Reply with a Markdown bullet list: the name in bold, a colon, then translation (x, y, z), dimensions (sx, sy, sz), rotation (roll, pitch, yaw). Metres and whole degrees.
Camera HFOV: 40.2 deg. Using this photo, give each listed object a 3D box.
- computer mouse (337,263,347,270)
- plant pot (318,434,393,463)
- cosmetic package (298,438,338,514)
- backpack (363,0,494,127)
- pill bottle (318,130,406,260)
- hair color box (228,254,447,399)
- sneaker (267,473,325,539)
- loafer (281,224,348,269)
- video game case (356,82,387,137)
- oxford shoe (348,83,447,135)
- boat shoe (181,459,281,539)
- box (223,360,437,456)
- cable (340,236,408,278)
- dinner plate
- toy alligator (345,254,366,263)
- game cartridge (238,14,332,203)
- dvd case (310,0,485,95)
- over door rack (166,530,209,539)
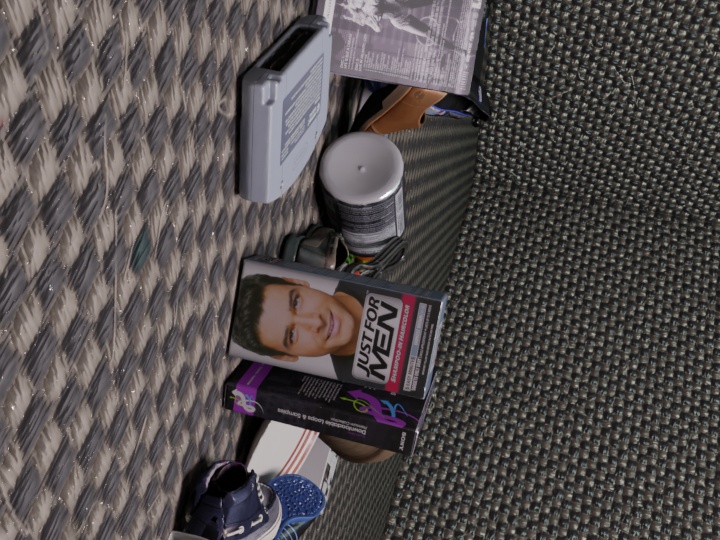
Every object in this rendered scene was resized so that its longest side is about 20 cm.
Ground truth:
- **computer mouse**: translation (-0.062, 0.061, 1.243), dimensions (0.200, 0.044, 0.110), rotation (-58, 154, -50)
- **plant pot**: translation (-0.022, 0.155, 1.305), dimensions (0.092, 0.200, 0.202), rotation (6, 97, -40)
- **cosmetic package**: translation (-0.056, 0.256, 1.478), dimensions (0.083, 0.050, 0.201), rotation (83, 20, -65)
- **backpack**: translation (0.087, -0.297, 1.319), dimensions (0.190, 0.153, 0.201), rotation (-10, 102, -64)
- **pill bottle**: translation (0.007, -0.085, 1.276), dimensions (0.200, 0.106, 0.107), rotation (82, 21, -65)
- **hair color box**: translation (-0.022, 0.053, 0.974), dimensions (0.061, 0.199, 0.100), rotation (-31, 132, -78)
- **sneaker**: translation (-0.110, 0.298, 1.126), dimensions (0.078, 0.070, 0.200), rotation (-54, 166, 21)
- **loafer**: translation (-0.044, -0.013, 1.188), dimensions (0.200, 0.063, 0.072), rotation (-30, 131, -78)
- **video game case**: translation (0.025, -0.238, 1.455), dimensions (0.182, 0.023, 0.201), rotation (51, 51, -78)
- **oxford shoe**: translation (0.041, -0.195, 1.254), dimensions (0.200, 0.071, 0.072), rotation (-29, -143, 58)
- **boat shoe**: translation (-0.118, 0.229, 0.988), dimensions (0.200, 0.074, 0.093), rotation (-33, 141, -76)
- **box**: translation (-0.026, 0.125, 1.037), dimensions (0.143, 0.199, 0.036), rotation (-55, 155, -67)
- **cable**: translation (0.000, 0.000, 1.215), dimensions (0.200, 0.050, 0.097), rotation (-52, 156, -43)
- **dinner plate**: translation (-0.093, 0.201, 1.169), dimensions (0.200, 0.024, 0.201), rotation (-55, 160, -31)
- **toy alligator**: translation (-0.014, -0.013, 1.413), dimensions (0.054, 0.059, 0.200), rotation (49, 37, -24)
- **game cartridge**: translation (-0.071, -0.152, 0.946), dimensions (0.200, 0.041, 0.134), rotation (-65, 167, -56)
- **dvd case**: translation (0.042, -0.277, 1.060), dimensions (0.016, 0.199, 0.150), rotation (30, -67, 62)
- **over door rack**: translation (-0.177, 0.282, 0.681), dimensions (0.200, 0.066, 0.148), rotation (-48, 155, -30)
